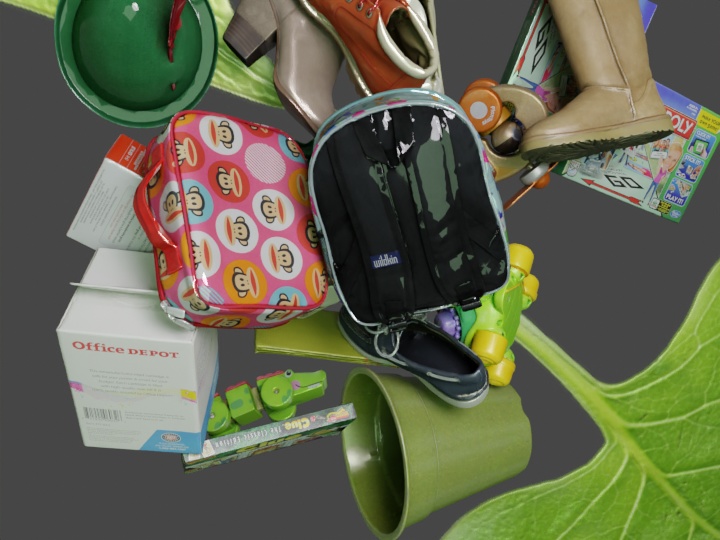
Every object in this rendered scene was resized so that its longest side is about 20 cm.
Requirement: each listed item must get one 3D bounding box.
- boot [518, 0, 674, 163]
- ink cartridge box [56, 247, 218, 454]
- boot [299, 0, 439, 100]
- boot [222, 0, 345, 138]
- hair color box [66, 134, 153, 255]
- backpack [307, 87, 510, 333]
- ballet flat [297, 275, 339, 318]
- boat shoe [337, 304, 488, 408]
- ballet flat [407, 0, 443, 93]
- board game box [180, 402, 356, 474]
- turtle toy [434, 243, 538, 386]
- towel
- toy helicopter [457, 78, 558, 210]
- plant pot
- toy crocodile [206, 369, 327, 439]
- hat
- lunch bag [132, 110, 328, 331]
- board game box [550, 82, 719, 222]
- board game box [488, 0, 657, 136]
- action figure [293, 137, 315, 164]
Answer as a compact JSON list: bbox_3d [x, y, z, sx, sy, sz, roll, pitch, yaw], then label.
[{"bbox_3d":[0.220,-0.219,0.741,0.174,0.066,0.201,-11,82,-17],"label":"boot"},{"bbox_3d":[-0.220,0.077,0.748,0.128,0.126,0.201,6,129,-3],"label":"ink cartridge box"},{"bbox_3d":[0.004,-0.253,0.675,0.075,0.107,0.200,-37,99,-16],"label":"boot"},{"bbox_3d":[-0.038,-0.233,0.745,0.146,0.070,0.200,-44,102,-4],"label":"boot"},{"bbox_3d":[-0.194,-0.043,0.776,0.200,0.064,0.111,30,120,-17],"label":"hair color box"},{"bbox_3d":[0.042,-0.069,0.684,0.177,0.151,0.201,-15,117,8],"label":"backpack"},{"bbox_3d":[0.000,0.000,0.840,0.199,0.069,0.070,-25,111,-2],"label":"ballet flat"},{"bbox_3d":[0.052,0.078,0.793,0.075,0.200,0.062,-40,144,-23],"label":"boat shoe"},{"bbox_3d":[0.057,-0.219,0.772,0.069,0.069,0.201,-11,110,-7],"label":"ballet flat"},{"bbox_3d":[-0.110,0.199,0.852,0.199,0.105,0.024,-11,68,-17],"label":"board game box"},{"bbox_3d":[0.134,0.036,0.828,0.146,0.101,0.200,-68,153,-19],"label":"turtle toy"},{"bbox_3d":[-0.026,0.078,0.852,0.199,0.086,0.018,8,122,-12],"label":"towel"},{"bbox_3d":[0.147,-0.105,0.803,0.132,0.079,0.201,24,115,3],"label":"toy helicopter"},{"bbox_3d":[0.097,0.205,0.876,0.189,0.200,0.201,-4,109,-22],"label":"plant pot"},{"bbox_3d":[-0.136,0.160,0.872,0.199,0.062,0.068,-19,152,-5],"label":"toy crocodile"},{"bbox_3d":[-0.213,-0.223,0.667,0.165,0.176,0.201,8,106,-13],"label":"hat"},{"bbox_3d":[-0.126,-0.046,0.674,0.176,0.082,0.201,5,68,-42],"label":"lunch bag"},{"bbox_3d":[0.329,-0.148,0.846,0.199,0.029,0.135,15,105,-27],"label":"board game box"},{"bbox_3d":[0.238,-0.231,0.830,0.134,0.029,0.201,17,104,-14],"label":"board game box"},{"bbox_3d":[-0.078,-0.101,0.802,0.199,0.055,0.119,1,110,-7],"label":"action figure"}]
